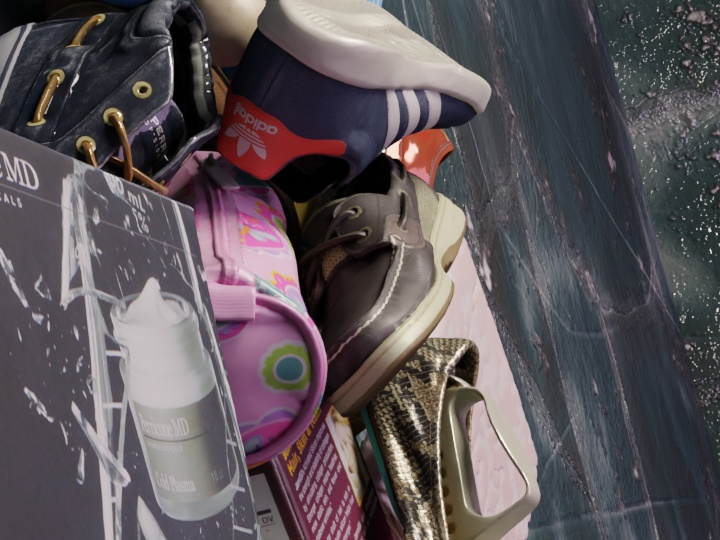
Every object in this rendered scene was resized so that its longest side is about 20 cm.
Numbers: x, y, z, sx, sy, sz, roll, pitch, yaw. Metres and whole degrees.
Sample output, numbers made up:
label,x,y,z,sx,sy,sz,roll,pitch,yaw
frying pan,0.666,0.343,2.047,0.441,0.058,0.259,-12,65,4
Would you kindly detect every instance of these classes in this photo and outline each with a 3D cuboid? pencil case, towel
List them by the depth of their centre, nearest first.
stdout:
label,x,y,z,sx,sy,sz,roll,pitch,yaw
pencil case,-0.063,0.011,0.766,0.200,0.087,0.088,-108,177,-71
towel,0.049,0.106,0.994,0.201,0.032,0.192,-75,151,-47

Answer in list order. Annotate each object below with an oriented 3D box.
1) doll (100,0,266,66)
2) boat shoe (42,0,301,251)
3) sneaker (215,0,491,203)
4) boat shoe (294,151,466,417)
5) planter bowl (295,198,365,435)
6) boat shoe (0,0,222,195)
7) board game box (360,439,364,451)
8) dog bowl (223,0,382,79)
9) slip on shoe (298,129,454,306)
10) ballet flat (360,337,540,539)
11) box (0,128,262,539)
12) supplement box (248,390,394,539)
label,x,y,z,sx,sy,sz,roll,pitch,yaw
doll,-0.101,-0.178,0.817,0.136,0.048,0.200,-37,95,-32
boat shoe,-0.081,-0.070,0.890,0.200,0.072,0.068,59,22,-43
sneaker,-0.007,-0.073,0.843,0.075,0.085,0.200,36,14,21
boat shoe,0.001,-0.001,0.829,0.066,0.072,0.201,43,21,-8
planter bowl,-0.007,0.001,1.056,0.200,0.083,0.201,-17,90,-74
boat shoe,-0.108,-0.036,0.727,0.201,0.090,0.071,-90,158,-44
board game box,0.026,0.186,1.028,0.200,0.029,0.135,-74,147,-74
dog bowl,-0.042,-0.122,0.966,0.200,0.111,0.050,112,-23,-84
slip on shoe,0.002,-0.006,0.952,0.061,0.074,0.201,28,56,-14
ballet flat,0.043,0.114,0.811,0.068,0.075,0.201,54,25,-54
box,-0.118,0.074,0.534,0.200,0.123,0.198,22,52,-71
supplement box,-0.033,0.146,0.815,0.110,0.085,0.201,-63,135,-68
